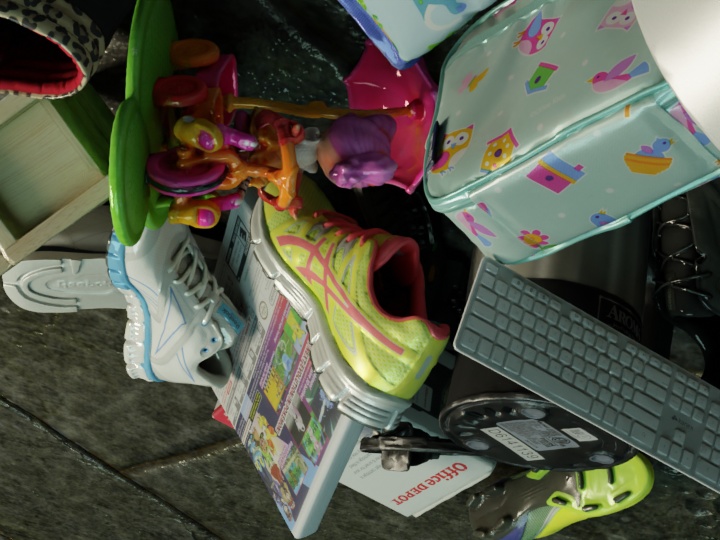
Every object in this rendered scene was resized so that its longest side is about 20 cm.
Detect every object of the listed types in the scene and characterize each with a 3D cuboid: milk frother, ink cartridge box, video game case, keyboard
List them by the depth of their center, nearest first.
[{"bbox_3d":[0.139,0.062,0.725,0.200,0.056,0.011,29,150,-18],"label":"keyboard"},{"bbox_3d":[0.092,0.032,0.850,0.200,0.188,0.181,-2,151,25],"label":"milk frother"},{"bbox_3d":[-0.059,0.070,0.957,0.023,0.182,0.200,-16,148,-29],"label":"video game case"},{"bbox_3d":[0.001,0.110,1.096,0.200,0.083,0.146,29,143,-15],"label":"ink cartridge box"}]

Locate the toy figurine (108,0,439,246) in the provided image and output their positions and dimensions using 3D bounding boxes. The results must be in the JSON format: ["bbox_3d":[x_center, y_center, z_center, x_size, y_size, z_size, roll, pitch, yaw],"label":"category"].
[{"bbox_3d":[-0.040,-0.084,0.789,0.184,0.200,0.150,2,121,2],"label":"toy figurine"}]

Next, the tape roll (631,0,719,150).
[{"bbox_3d":[0.232,-0.135,0.556,0.203,0.203,0.139,30,144,-15],"label":"tape roll"}]

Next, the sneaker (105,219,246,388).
[{"bbox_3d":[-0.123,0.013,0.939,0.087,0.075,0.200,17,142,14],"label":"sneaker"}]

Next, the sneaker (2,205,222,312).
[{"bbox_3d":[-0.174,-0.014,1.025,0.200,0.081,0.076,6,132,-16],"label":"sneaker"}]

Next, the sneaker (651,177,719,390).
[{"bbox_3d":[0.204,-0.017,0.769,0.200,0.091,0.076,64,156,-2],"label":"sneaker"}]

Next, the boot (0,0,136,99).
[{"bbox_3d":[-0.205,-0.178,0.740,0.200,0.151,0.073,18,144,3],"label":"boot"}]

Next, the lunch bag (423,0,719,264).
[{"bbox_3d":[0.120,-0.102,0.694,0.200,0.160,0.077,-26,131,38],"label":"lunch bag"}]

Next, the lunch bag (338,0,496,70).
[{"bbox_3d":[0.024,-0.223,0.610,0.200,0.127,0.170,50,138,-8],"label":"lunch bag"}]

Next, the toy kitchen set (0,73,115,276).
[{"bbox_3d":[-0.254,-0.076,0.829,0.163,0.180,0.200,54,-179,-8],"label":"toy kitchen set"}]

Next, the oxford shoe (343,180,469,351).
[{"bbox_3d":[0.016,-0.014,0.935,0.084,0.073,0.200,8,142,29],"label":"oxford shoe"}]

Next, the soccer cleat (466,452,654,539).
[{"bbox_3d":[0.182,0.194,1.164,0.084,0.065,0.200,8,153,-42],"label":"soccer cleat"}]

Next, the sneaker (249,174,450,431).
[{"bbox_3d":[0.000,0.000,0.833,0.078,0.200,0.090,12,128,-44],"label":"sneaker"}]
